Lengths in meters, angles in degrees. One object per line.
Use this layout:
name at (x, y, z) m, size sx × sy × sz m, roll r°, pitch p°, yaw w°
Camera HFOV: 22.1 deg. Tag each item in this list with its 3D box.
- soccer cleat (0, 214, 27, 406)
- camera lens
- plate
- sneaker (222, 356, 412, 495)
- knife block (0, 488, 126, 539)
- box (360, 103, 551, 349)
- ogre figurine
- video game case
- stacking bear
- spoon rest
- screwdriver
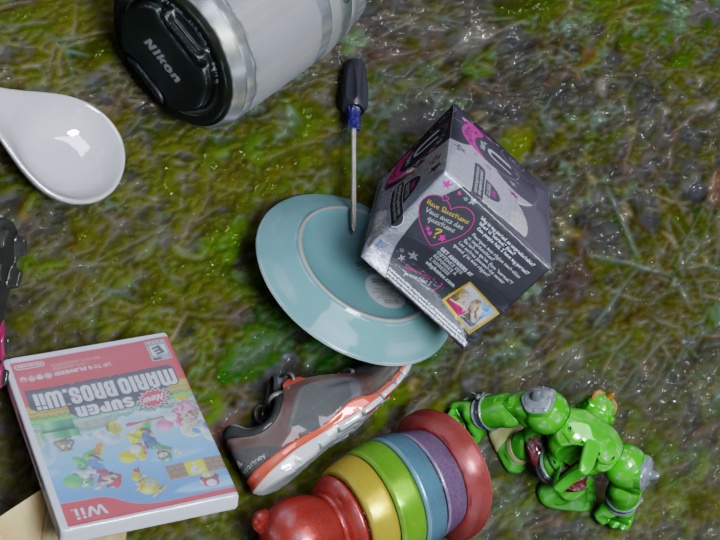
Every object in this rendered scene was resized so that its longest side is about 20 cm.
soccer cleat at (-0.329, 0.049, 1.492) m, size 0.086 × 0.070 × 0.201 m, roll 6°, pitch 77°, yaw 19°
camera lens at (-0.110, -0.236, 1.658) m, size 0.200 × 0.160 × 0.160 m, roll -40°, pitch 90°, yaw -34°
plate at (0.000, 0.000, 1.658) m, size 0.199 × 0.026 × 0.201 m, roll 21°, pitch 40°, yaw -18°
sneaker at (-0.038, 0.111, 1.605) m, size 0.200 × 0.077 × 0.082 m, roll -35°, pitch 80°, yaw -35°
knife block at (-0.221, 0.256, 1.454) m, size 0.200 × 0.064 × 0.176 m, roll -33°, pitch 87°, yaw -34°
box at (0.089, -0.045, 1.649) m, size 0.132 × 0.115 × 0.200 m, roll 42°, pitch 19°, yaw -11°
ogre figurine at (0.188, 0.165, 1.669) m, size 0.200 × 0.120 × 0.098 m, roll 50°, pitch 56°, yaw -1°
video game case at (-0.195, 0.129, 1.474) m, size 0.142 × 0.018 × 0.200 m, roll -9°, pitch 42°, yaw -20°
stacking bear at (0.003, 0.205, 1.569) m, size 0.199 × 0.114 × 0.122 m, roll -22°, pitch 80°, yaw -28°
spoon rest at (-0.295, -0.119, 1.575) m, size 0.199 × 0.061 × 0.100 m, roll 18°, pitch 62°, yaw -19°
screwdriver at (-0.003, -0.120, 1.722) m, size 0.028 × 0.029 × 0.201 m, roll 34°, pitch 38°, yaw -39°
